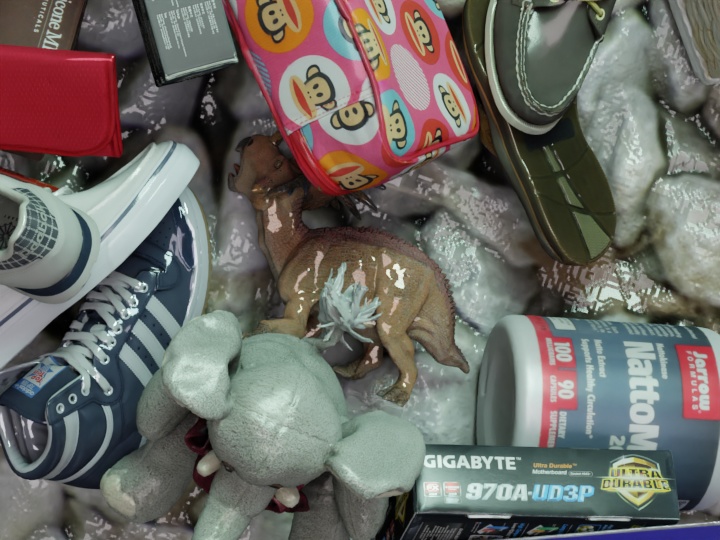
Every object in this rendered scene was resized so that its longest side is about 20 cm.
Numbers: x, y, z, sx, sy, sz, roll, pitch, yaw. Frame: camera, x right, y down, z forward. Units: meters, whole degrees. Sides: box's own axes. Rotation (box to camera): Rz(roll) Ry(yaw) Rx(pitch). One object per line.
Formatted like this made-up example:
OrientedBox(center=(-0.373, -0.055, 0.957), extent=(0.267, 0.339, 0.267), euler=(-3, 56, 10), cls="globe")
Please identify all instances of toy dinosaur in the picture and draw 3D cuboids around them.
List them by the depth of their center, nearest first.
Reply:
OrientedBox(center=(0.000, 0.000, 1.103), extent=(0.199, 0.086, 0.136), euler=(24, 90, -11), cls="toy dinosaur")

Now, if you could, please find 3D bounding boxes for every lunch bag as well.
OrientedBox(center=(-0.003, -0.154, 1.058), extent=(0.082, 0.176, 0.201), euler=(-22, 91, 30), cls="lunch bag")

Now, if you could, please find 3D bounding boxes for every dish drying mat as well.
OrientedBox(center=(-0.236, -0.099, 0.992), extent=(0.199, 0.018, 0.077), euler=(5, 136, 2), cls="dish drying mat")

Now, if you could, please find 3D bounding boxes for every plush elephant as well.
OrientedBox(center=(-0.054, 0.100, 0.980), extent=(0.164, 0.155, 0.201), euler=(28, 103, 2), cls="plush elephant")

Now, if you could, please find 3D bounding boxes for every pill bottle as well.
OrientedBox(center=(0.183, 0.093, 1.122), extent=(0.199, 0.120, 0.120), euler=(3, 94, -9), cls="pill bottle")

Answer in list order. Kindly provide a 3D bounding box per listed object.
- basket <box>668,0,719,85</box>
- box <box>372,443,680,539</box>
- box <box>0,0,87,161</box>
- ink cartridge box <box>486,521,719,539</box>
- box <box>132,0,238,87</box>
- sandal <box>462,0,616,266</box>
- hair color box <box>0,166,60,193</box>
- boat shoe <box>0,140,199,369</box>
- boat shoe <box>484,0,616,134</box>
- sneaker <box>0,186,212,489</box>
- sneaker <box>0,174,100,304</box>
OrientedBox(center=(0.291, -0.242, 1.091), extent=(0.197, 0.161, 0.201), euler=(-21, 96, -6), cls="basket")
OrientedBox(center=(0.090, 0.166, 1.077), extent=(0.158, 0.200, 0.046), euler=(3, 61, -9), cls="box")
OrientedBox(center=(-0.269, -0.148, 1.035), extent=(0.199, 0.075, 0.101), euler=(16, 54, -11), cls="box")
OrientedBox(center=(0.131, 0.211, 1.071), extent=(0.197, 0.200, 0.044), euler=(-6, 61, 7), cls="ink cartridge box")
OrientedBox(center=(-0.125, -0.211, 1.028), extent=(0.043, 0.160, 0.201), euler=(-16, 96, -7), cls="box")
OrientedBox(center=(0.109, -0.097, 1.125), extent=(0.081, 0.055, 0.201), euler=(-18, 87, -31), cls="sandal")
OrientedBox(center=(-0.289, -0.035, 1.067), extent=(0.199, 0.061, 0.102), euler=(19, 91, -9), cls="hair color box")
OrientedBox(center=(-0.183, -0.014, 1.018), extent=(0.200, 0.074, 0.067), euler=(-45, 105, -5), cls="boat shoe")
OrientedBox(center=(0.129, -0.185, 1.088), extent=(0.071, 0.061, 0.202), euler=(19, 72, -20), cls="boat shoe")
OrientedBox(center=(-0.160, 0.039, 1.066), extent=(0.108, 0.070, 0.201), euler=(8, 97, -49), cls="sneaker")
OrientedBox(center=(-0.244, -0.037, 0.971), extent=(0.199, 0.080, 0.077), euler=(10, 83, 20), cls="sneaker")
